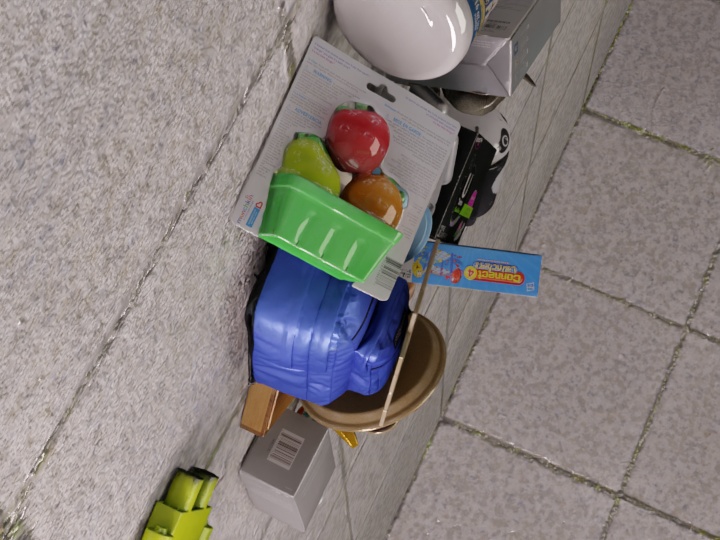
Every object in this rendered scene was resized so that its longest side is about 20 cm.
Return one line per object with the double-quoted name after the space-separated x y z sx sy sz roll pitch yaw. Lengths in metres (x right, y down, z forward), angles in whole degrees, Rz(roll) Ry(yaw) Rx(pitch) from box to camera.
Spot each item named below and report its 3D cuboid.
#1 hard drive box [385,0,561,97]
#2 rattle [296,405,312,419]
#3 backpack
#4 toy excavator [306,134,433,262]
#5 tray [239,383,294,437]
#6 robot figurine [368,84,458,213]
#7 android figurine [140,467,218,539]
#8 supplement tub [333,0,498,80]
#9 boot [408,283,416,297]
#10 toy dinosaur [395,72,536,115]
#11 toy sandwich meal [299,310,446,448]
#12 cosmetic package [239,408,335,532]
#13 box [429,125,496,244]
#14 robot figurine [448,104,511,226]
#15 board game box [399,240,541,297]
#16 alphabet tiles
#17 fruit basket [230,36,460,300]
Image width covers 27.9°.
0.134 -0.290 1.689 0.200 0.155 0.077 -54 148 -47 "hard drive box"
-0.041 0.121 1.988 0.199 0.143 0.130 -30 -154 0 "rattle"
-0.033 0.035 1.547 0.200 0.167 0.163 86 17 -62 "backpack"
0.002 -0.080 1.560 0.100 0.194 0.200 -53 -168 -3 "toy excavator"
-0.083 0.112 1.787 0.200 0.037 0.099 -48 157 -58 "tray"
0.045 -0.124 1.727 0.169 0.113 0.201 -7 130 -30 "robot figurine"
-0.210 0.311 1.565 0.182 0.041 0.201 42 69 -78 "android figurine"
0.074 -0.301 1.439 0.145 0.144 0.201 99 18 -51 "supplement tub"
0.027 0.031 2.084 0.155 0.073 0.201 89 22 -52 "boot"
0.142 -0.221 1.740 0.102 0.200 0.077 -51 136 -8 "toy dinosaur"
0.015 0.123 1.726 0.206 0.204 0.070 -60 143 -32 "toy sandwich meal"
-0.093 0.263 1.912 0.200 0.090 0.107 93 22 -67 "cosmetic package"
0.087 -0.124 1.902 0.149 0.124 0.200 -68 168 4 "box"
0.154 -0.157 2.144 0.124 0.150 0.201 -28 147 -34 "robot figurine"
0.120 -0.005 1.941 0.200 0.194 0.056 -175 -89 -80 "board game box"
0.054 0.068 1.578 0.201 0.006 0.167 104 4 -51 "alphabet tiles"
-0.013 -0.097 1.423 0.094 0.184 0.201 -7 -121 63 "fruit basket"
